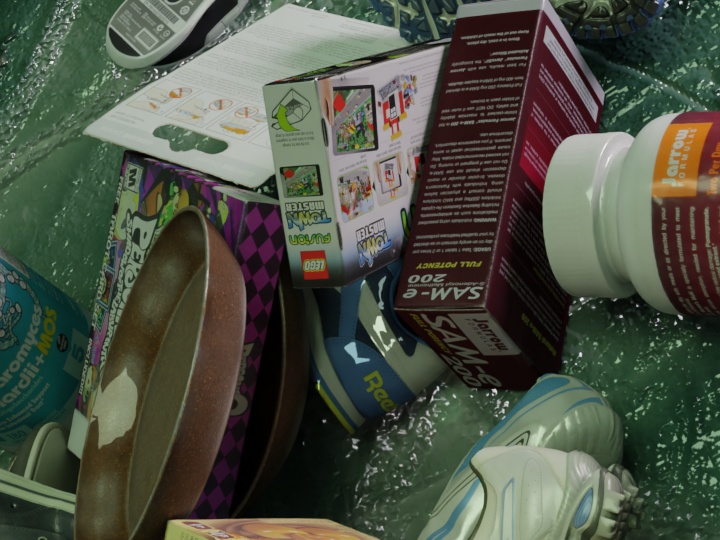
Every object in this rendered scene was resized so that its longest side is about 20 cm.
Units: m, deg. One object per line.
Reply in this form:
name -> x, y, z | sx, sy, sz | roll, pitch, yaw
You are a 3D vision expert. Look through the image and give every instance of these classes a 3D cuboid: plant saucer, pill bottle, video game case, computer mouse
plant saucer -> -0.104, 0.067, 0.872 | 0.201, 0.034, 0.201 | -53, 27, 42
plant saucer -> -0.080, 0.061, 1.003 | 0.200, 0.036, 0.202 | -18, 69, 56
pill bottle -> -0.258, 0.034, 1.067 | 0.110, 0.200, 0.112 | -15, 57, 24
pill bottle -> 0.204, -0.030, 0.878 | 0.199, 0.110, 0.110 | 0, 64, 32
video game case -> -0.114, 0.040, 0.995 | 0.181, 0.036, 0.202 | 24, 104, 57
computer mouse -> -0.104, -0.215, 1.223 | 0.200, 0.044, 0.110 | -43, 54, -4

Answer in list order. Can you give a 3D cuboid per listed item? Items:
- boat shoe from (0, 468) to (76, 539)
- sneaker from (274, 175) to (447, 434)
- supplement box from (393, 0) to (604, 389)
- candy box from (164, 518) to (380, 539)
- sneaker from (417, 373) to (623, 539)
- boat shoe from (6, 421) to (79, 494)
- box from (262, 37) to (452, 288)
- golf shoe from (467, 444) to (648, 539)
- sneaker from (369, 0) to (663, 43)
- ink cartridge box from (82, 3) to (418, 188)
boat shoe -> -0.182, 0.163, 0.979 | 0.199, 0.075, 0.063 | 20, 67, -8
sneaker -> 0.000, 0.000, 1.015 | 0.082, 0.074, 0.201 | -23, 59, 13
supplement box -> 0.084, -0.044, 0.961 | 0.060, 0.109, 0.201 | -2, 62, 29
candy box -> 0.010, 0.167, 0.769 | 0.199, 0.115, 0.056 | 12, 93, 43
sneaker -> 0.065, 0.143, 0.899 | 0.200, 0.072, 0.072 | -50, 23, 2
boat shoe -> -0.218, 0.192, 1.039 | 0.057, 0.067, 0.202 | -11, 62, 21
box -> 0.018, -0.067, 0.941 | 0.034, 0.200, 0.111 | -2, 102, 29
golf shoe -> 0.072, 0.185, 0.834 | 0.097, 0.078, 0.202 | 15, 84, 23
sneaker -> 0.100, -0.180, 1.049 | 0.198, 0.085, 0.078 | 8, 111, 22
ink cartridge box -> -0.050, -0.099, 1.057 | 0.161, 0.050, 0.200 | 19, 45, 37
